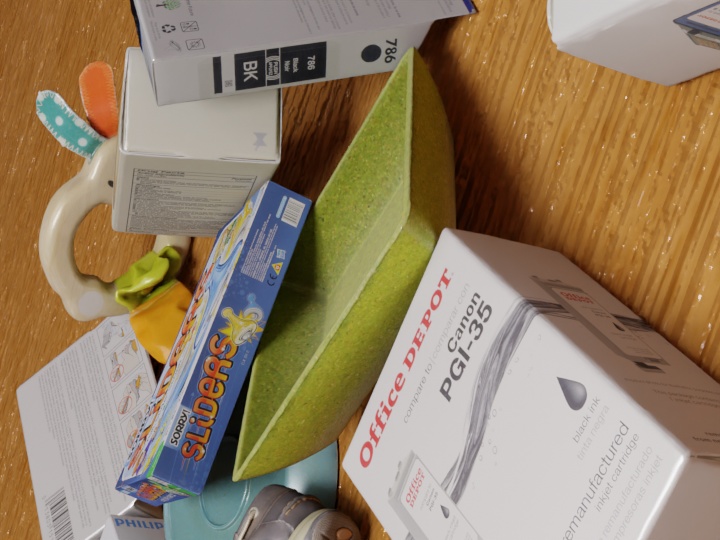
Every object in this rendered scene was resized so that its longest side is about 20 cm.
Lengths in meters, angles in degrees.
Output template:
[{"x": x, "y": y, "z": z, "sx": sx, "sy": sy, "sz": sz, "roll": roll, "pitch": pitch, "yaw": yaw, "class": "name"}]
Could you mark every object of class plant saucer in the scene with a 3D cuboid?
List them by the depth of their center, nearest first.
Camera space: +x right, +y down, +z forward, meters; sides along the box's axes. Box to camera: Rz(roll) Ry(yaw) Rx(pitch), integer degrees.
[{"x": 0.000, "y": 0.000, "z": 0.746, "sx": 0.200, "sy": 0.048, "sz": 0.201, "roll": -57, "pitch": 16, "yaw": 31, "class": "plant saucer"}, {"x": -0.084, "y": 0.145, "z": 0.886, "sx": 0.199, "sy": 0.027, "sz": 0.202, "roll": -23, "pitch": 61, "yaw": 48, "class": "plant saucer"}]

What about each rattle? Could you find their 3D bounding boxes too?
[{"x": -0.179, "y": -0.041, "z": 0.985, "sx": 0.143, "sy": 0.129, "sz": 0.202, "roll": -119, "pitch": 30, "yaw": -61, "class": "rattle"}]

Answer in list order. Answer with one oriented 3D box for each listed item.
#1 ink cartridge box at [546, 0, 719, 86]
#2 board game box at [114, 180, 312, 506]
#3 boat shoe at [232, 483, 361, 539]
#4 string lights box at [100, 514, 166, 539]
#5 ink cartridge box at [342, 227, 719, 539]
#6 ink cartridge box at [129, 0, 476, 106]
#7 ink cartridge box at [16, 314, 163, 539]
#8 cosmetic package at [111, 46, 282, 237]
[{"x": 0.173, "y": -0.178, "z": 0.539, "sx": 0.199, "sy": 0.087, "sz": 0.147, "roll": -15, "pitch": 67, "yaw": 53, "class": "ink cartridge box"}, {"x": -0.098, "y": 0.052, "z": 0.854, "sx": 0.135, "sy": 0.034, "sz": 0.201, "roll": -34, "pitch": 34, "yaw": 66, "class": "board game box"}, {"x": -0.069, "y": 0.221, "z": 0.796, "sx": 0.073, "sy": 0.074, "sz": 0.201, "roll": 35, "pitch": 101, "yaw": 35, "class": "boat shoe"}, {"x": -0.149, "y": 0.280, "z": 0.926, "sx": 0.103, "sy": 0.059, "sz": 0.200, "roll": -64, "pitch": 35, "yaw": 22, "class": "string lights box"}, {"x": 0.085, "y": 0.091, "z": 0.593, "sx": 0.200, "sy": 0.082, "sz": 0.147, "roll": 47, "pitch": 120, "yaw": 52, "class": "ink cartridge box"}, {"x": -0.037, "y": -0.157, "z": 0.796, "sx": 0.039, "sy": 0.198, "sz": 0.100, "roll": 91, "pitch": 164, "yaw": -45, "class": "ink cartridge box"}, {"x": -0.197, "y": 0.126, "z": 1.068, "sx": 0.176, "sy": 0.045, "sz": 0.201, "roll": -38, "pitch": 45, "yaw": 12, "class": "ink cartridge box"}, {"x": -0.117, "y": -0.081, "z": 0.891, "sx": 0.200, "sy": 0.104, "sz": 0.072, "roll": 138, "pitch": 134, "yaw": -72, "class": "cosmetic package"}]
